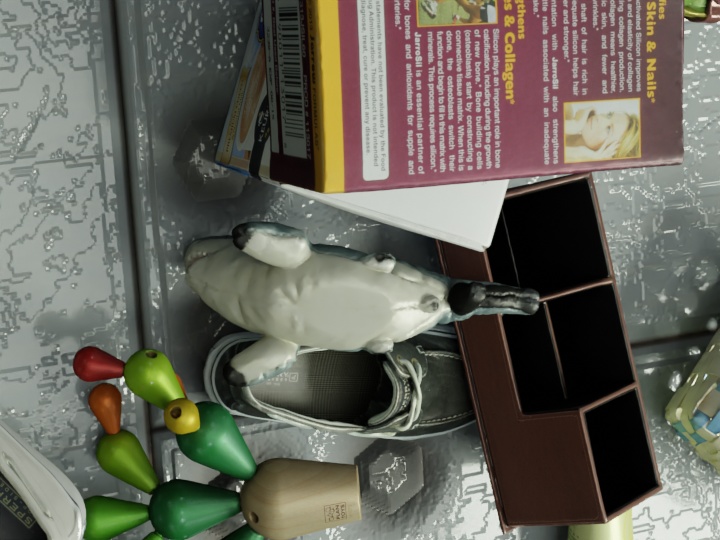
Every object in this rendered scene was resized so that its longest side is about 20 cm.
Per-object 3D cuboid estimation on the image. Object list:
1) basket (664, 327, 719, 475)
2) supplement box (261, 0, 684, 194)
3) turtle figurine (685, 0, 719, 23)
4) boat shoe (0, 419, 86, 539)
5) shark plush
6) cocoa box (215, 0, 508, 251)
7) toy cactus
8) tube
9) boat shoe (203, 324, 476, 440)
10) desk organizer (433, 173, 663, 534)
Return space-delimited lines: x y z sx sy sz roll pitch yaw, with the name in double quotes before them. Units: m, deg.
"basket" 0.315 0.095 1.092 0.199 0.139 0.177 35 84 6
"supplement box" 0.057 -0.103 0.840 0.197 0.086 0.112 -6 100 -20
"turtle figurine" 0.243 -0.218 1.017 0.192 0.144 0.203 8 100 -28
"boat shoe" -0.227 0.086 0.880 0.199 0.065 0.074 34 94 -4
"shark plush" 0.000 0.000 0.950 0.197 0.083 0.092 -8 106 -1
"cocoa box" 0.019 -0.130 0.940 0.132 0.131 0.202 16 93 -23
"toy cactus" -0.082 0.132 0.947 0.163 0.102 0.203 -5 105 1
"tube" 0.156 0.167 1.090 0.051 0.058 0.203 -8 104 -30
"boat shoe" 0.007 0.072 1.003 0.198 0.071 0.073 -1 99 -25
"desk organizer" 0.111 0.048 1.009 0.071 0.076 0.203 -17 95 -47
